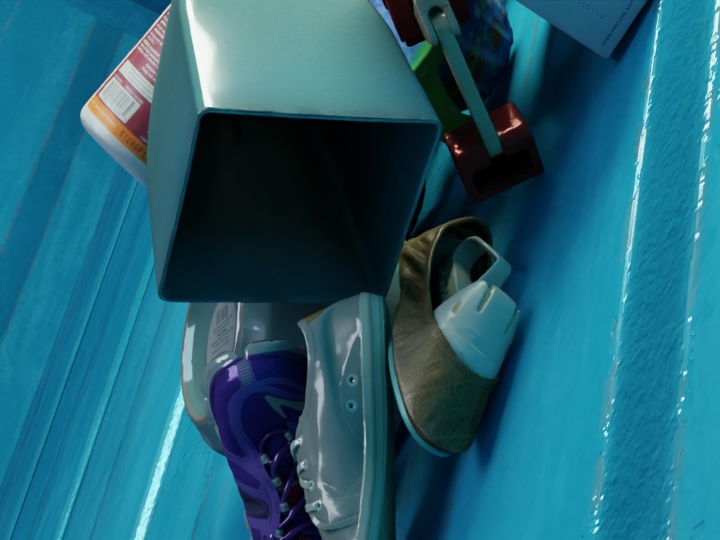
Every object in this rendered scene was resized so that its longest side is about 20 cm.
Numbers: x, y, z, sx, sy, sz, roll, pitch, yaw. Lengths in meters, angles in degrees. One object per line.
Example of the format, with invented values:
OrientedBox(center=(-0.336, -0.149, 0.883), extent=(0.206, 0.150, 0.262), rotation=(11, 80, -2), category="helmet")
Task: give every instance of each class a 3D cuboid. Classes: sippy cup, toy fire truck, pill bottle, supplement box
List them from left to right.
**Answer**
OrientedBox(center=(-0.112, -0.157, 1.343), extent=(0.200, 0.109, 0.110), rotation=(-48, 15, 4), category="pill bottle")
OrientedBox(center=(0.035, -0.165, 1.202), extent=(0.138, 0.130, 0.180), rotation=(0, 83, 32), category="sippy cup")
OrientedBox(center=(0.041, -0.153, 1.035), extent=(0.048, 0.201, 0.142), rotation=(-24, 42, 4), category="toy fire truck")
OrientedBox(center=(0.105, -0.203, 1.082), extent=(0.061, 0.108, 0.200), rotation=(-56, 16, 14), category="supplement box")

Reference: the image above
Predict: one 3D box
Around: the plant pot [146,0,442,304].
OrientedBox(center=(-0.057, -0.102, 1.062), extent=(0.201, 0.140, 0.142), rotation=(-107, 26, -43), category="plant pot")

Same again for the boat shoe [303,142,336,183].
OrientedBox(center=(-0.076, -0.081, 1.213), extent=(0.199, 0.072, 0.073), rotation=(10, 116, 46), category="boat shoe")

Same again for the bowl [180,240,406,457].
OrientedBox(center=(-0.051, 0.049, 1.154), extent=(0.200, 0.104, 0.203), rotation=(-170, 90, -68), category="bowl")

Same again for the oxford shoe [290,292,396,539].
OrientedBox(center=(-0.010, 0.113, 0.984), extent=(0.075, 0.057, 0.203), rotation=(66, -158, -77), category="oxford shoe")

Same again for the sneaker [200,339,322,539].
OrientedBox(center=(-0.039, 0.127, 1.048), extent=(0.084, 0.080, 0.202), rotation=(-108, 3, -54), category="sneaker")

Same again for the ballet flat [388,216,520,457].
OrientedBox(center=(0.057, 0.025, 1.005), extent=(0.072, 0.068, 0.201), rotation=(-42, 18, 21), category="ballet flat")

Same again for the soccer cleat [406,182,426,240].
OrientedBox(center=(0.000, 0.000, 1.262), extent=(0.081, 0.067, 0.201), rotation=(-109, 38, -56), category="soccer cleat")
